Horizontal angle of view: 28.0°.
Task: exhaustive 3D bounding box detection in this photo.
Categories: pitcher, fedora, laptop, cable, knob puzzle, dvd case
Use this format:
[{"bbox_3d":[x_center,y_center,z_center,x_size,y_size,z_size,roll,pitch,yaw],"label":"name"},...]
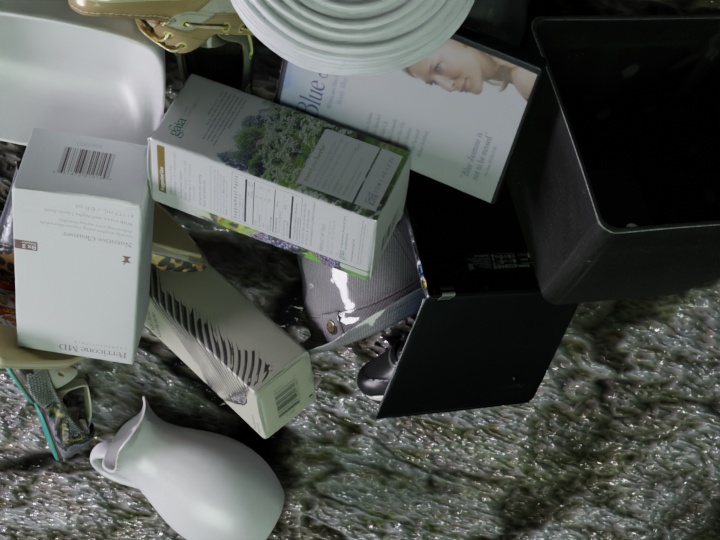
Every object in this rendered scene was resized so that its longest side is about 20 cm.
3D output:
[{"bbox_3d":[-0.199,0.237,1.619,0.199,0.122,0.171,33,150,-17],"label":"pitcher"},{"bbox_3d":[0.000,0.000,1.343,0.199,0.176,0.091,-13,108,60],"label":"fedora"},{"bbox_3d":[0.095,0.012,1.280,0.186,0.202,0.116,-2,161,-36],"label":"laptop"},{"bbox_3d":[-0.004,-0.241,1.025,0.198,0.202,0.069,17,178,-5],"label":"cable"},{"bbox_3d":[-0.342,0.049,1.349,0.218,0.220,0.031,22,106,-21],"label":"knob puzzle"},{"bbox_3d":[0.033,-0.142,1.117,0.198,0.018,0.143,23,137,7],"label":"dvd case"}]

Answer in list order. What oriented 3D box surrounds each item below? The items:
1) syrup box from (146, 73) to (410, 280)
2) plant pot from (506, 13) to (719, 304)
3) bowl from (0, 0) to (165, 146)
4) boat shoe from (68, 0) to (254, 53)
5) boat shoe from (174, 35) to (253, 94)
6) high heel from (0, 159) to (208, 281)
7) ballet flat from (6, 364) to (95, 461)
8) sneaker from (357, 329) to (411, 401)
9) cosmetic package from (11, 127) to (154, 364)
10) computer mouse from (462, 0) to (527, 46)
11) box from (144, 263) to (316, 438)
[{"bbox_3d":[-0.067,-0.076,1.164,0.198,0.079,0.082,20,144,10],"label":"syrup box"},{"bbox_3d":[0.225,-0.075,1.192,0.198,0.202,0.178,-4,150,-19],"label":"plant pot"},{"bbox_3d":[-0.253,-0.176,1.165,0.198,0.075,0.200,9,156,-8],"label":"bowl"},{"bbox_3d":[-0.130,-0.196,1.070,0.199,0.074,0.067,-10,129,-39],"label":"boat shoe"},{"bbox_3d":[-0.119,-0.198,1.176,0.071,0.061,0.203,-1,137,1],"label":"boat shoe"},{"bbox_3d":[-0.249,-0.014,1.365,0.199,0.072,0.143,25,130,-6],"label":"high heel"},{"bbox_3d":[-0.327,0.122,1.531,0.071,0.072,0.201,-6,137,8],"label":"ballet flat"},{"bbox_3d":[0.075,0.061,1.460,0.199,0.076,0.088,-23,118,18],"label":"sneaker"},{"bbox_3d":[-0.238,-0.018,1.249,0.112,0.082,0.201,8,134,-2],"label":"cosmetic package"},{"bbox_3d":[0.076,-0.155,1.149,0.137,0.053,0.201,3,138,-21],"label":"computer mouse"},{"bbox_3d":[-0.132,0.061,1.359,0.068,0.200,0.083,-37,145,-23],"label":"box"}]
